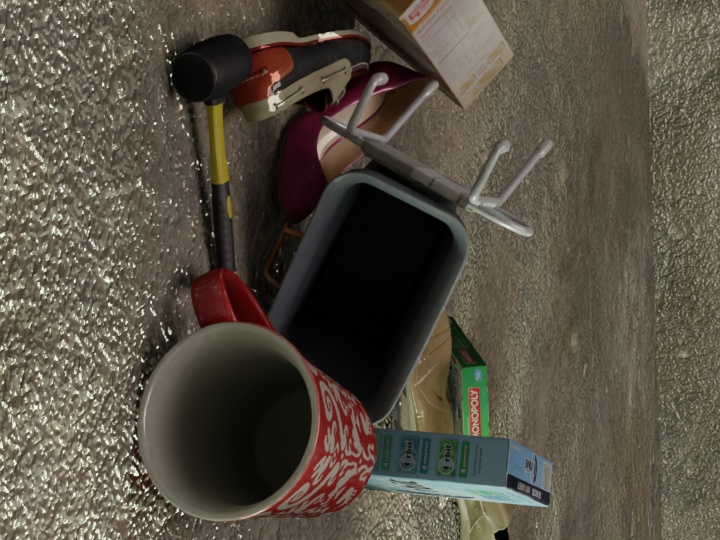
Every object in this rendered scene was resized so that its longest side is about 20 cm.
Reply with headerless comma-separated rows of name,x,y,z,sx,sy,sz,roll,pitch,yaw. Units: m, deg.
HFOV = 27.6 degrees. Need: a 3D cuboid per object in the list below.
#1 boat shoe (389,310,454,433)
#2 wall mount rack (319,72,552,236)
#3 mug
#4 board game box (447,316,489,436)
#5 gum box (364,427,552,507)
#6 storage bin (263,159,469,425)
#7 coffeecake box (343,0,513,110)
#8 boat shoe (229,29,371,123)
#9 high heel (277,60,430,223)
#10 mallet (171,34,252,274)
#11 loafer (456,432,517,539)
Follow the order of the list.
boat shoe,0.053,0.109,1.486,0.072,0.064,0.202,-34,128,-41
wall mount rack,0.073,-0.104,1.196,0.075,0.199,0.174,-62,166,10
mug,-0.059,0.101,1.085,0.200,0.132,0.180,38,61,-69
board game box,0.106,0.139,1.563,0.200,0.029,0.136,-118,-155,-77
gum box,0.055,0.172,1.298,0.170,0.197,0.045,35,59,-66
storage bin,0.000,0.000,1.218,0.135,0.144,0.202,-65,180,-68
coffeecake box,0.036,-0.245,1.281,0.073,0.153,0.200,-47,155,2
boat shoe,-0.044,-0.156,1.182,0.200,0.071,0.063,-19,91,-63
high heel,-0.006,-0.111,1.265,0.201,0.095,0.068,-65,149,-48
mallet,-0.101,-0.078,1.099,0.066,0.041,0.202,-51,142,-54
loafer,0.154,0.276,1.765,0.076,0.067,0.203,-45,133,-62
